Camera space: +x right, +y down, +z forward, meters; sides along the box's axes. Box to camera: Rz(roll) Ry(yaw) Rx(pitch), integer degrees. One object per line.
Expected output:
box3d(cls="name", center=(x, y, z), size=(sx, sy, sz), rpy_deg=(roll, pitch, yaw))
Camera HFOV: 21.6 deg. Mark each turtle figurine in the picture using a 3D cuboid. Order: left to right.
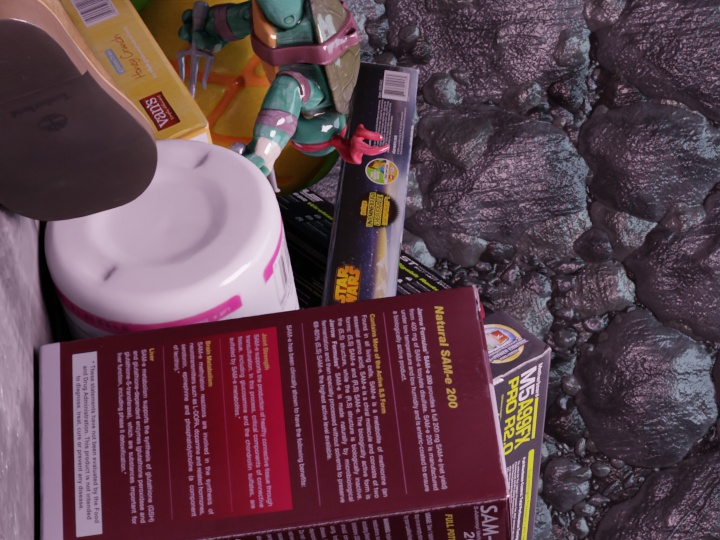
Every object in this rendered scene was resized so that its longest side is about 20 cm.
box3d(cls="turtle figurine", center=(-0.050, -0.122, 1.009), size=(0.150, 0.101, 0.200), rpy_deg=(-129, -158, -56))

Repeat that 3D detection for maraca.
box3d(cls="maraca", center=(-0.086, -0.127, 1.125), size=(0.200, 0.137, 0.107), rpy_deg=(62, 30, -27))

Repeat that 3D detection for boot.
box3d(cls="boot", center=(-0.131, -0.081, 0.760), size=(0.200, 0.073, 0.076), rpy_deg=(74, -1, -67))

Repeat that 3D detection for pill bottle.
box3d(cls="pill bottle", center=(-0.084, 0.041, 0.958), size=(0.200, 0.113, 0.113), rpy_deg=(81, 2, -47))

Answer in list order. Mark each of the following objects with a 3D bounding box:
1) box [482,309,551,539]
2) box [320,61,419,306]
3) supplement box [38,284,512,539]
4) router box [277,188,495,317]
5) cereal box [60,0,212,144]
box3d(cls="box", center=(0.026, 0.138, 1.023), size=(0.044, 0.160, 0.200), rpy_deg=(37, -39, 37))
box3d(cls="box", center=(0.000, 0.000, 1.077), size=(0.137, 0.040, 0.200), rpy_deg=(98, -1, -52))
box3d(cls="supplement box", center=(-0.038, 0.078, 0.836), size=(0.061, 0.200, 0.109), rpy_deg=(79, 4, -57))
box3d(cls="router box", center=(-0.021, 0.049, 1.234), size=(0.062, 0.200, 0.150), rpy_deg=(-10, 127, -50))
box3d(cls="cereal box", center=(-0.109, -0.044, 1.053), size=(0.144, 0.039, 0.200), rpy_deg=(56, -16, 39))
